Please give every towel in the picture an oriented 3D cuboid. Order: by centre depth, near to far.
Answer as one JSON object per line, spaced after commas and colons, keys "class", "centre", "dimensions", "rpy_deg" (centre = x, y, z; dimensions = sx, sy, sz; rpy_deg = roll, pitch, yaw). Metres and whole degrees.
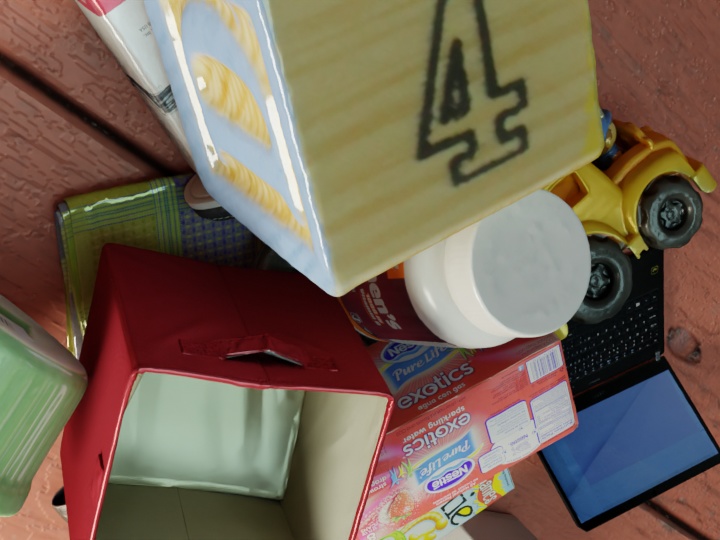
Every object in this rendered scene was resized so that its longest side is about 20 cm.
{"class": "towel", "centre": [-0.131, -0.008, 0.939], "dimensions": [0.198, 0.023, 0.146], "rpy_deg": [-16, 120, -24]}

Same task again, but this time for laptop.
{"class": "laptop", "centre": [0.244, 0.107, 1.166], "dimensions": [0.175, 0.103, 0.202], "rpy_deg": [-21, 123, -21]}

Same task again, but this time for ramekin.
{"class": "ramekin", "centre": [-0.267, 0.054, 0.784], "dimensions": [0.098, 0.199, 0.200], "rpy_deg": [-53, 128, -5]}

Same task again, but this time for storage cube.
{"class": "storage cube", "centre": [-0.100, 0.107, 0.832], "dimensions": [0.169, 0.180, 0.203], "rpy_deg": [8, 113, -21]}

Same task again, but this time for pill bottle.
{"class": "pill bottle", "centre": [0.061, -0.003, 0.846], "dimensions": [0.108, 0.199, 0.111], "rpy_deg": [1, 88, -25]}

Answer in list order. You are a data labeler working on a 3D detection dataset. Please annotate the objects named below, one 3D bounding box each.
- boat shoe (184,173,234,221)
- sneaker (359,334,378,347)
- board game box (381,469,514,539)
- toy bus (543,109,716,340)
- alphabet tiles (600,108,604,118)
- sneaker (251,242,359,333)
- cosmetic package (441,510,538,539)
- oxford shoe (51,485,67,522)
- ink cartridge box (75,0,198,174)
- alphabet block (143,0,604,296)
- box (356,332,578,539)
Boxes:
{"class": "boat shoe", "centre": [-0.027, -0.071, 0.898], "dimensions": [0.198, 0.074, 0.061], "rpy_deg": [-22, 128, -4]}
{"class": "sneaker", "centre": [-0.013, 0.077, 1.018], "dimensions": [0.198, 0.074, 0.088], "rpy_deg": [-26, 123, -17]}
{"class": "board game box", "centre": [0.015, 0.180, 1.067], "dimensions": [0.199, 0.105, 0.104], "rpy_deg": [-32, 126, -12]}
{"class": "toy bus", "centre": [0.161, -0.075, 1.024], "dimensions": [0.200, 0.136, 0.193], "rpy_deg": [-41, 111, -7]}
{"class": "alphabet tiles", "centre": [0.064, -0.142, 0.945], "dimensions": [0.198, 0.008, 0.169], "rpy_deg": [-30, 99, -4]}
{"class": "sneaker", "centre": [0.000, 0.000, 0.971], "dimensions": [0.198, 0.066, 0.092], "rpy_deg": [10, 108, -39]}
{"class": "cosmetic package", "centre": [0.093, 0.336, 1.203], "dimensions": [0.107, 0.085, 0.202], "rpy_deg": [18, 103, -36]}
{"class": "oxford shoe", "centre": [-0.157, 0.126, 0.961], "dimensions": [0.073, 0.071, 0.201], "rpy_deg": [37, 93, -34]}
{"class": "ink cartridge box", "centre": [-0.099, -0.176, 0.834], "dimensions": [0.144, 0.084, 0.201], "rpy_deg": [-38, 126, -9]}
{"class": "alphabet block", "centre": [0.003, -0.138, 0.741], "dimensions": [0.198, 0.195, 0.199], "rpy_deg": [-28, 126, -20]}
{"class": "box", "centre": [0.057, 0.108, 0.964], "dimensions": [0.198, 0.095, 0.103], "rpy_deg": [-28, 129, -8]}
